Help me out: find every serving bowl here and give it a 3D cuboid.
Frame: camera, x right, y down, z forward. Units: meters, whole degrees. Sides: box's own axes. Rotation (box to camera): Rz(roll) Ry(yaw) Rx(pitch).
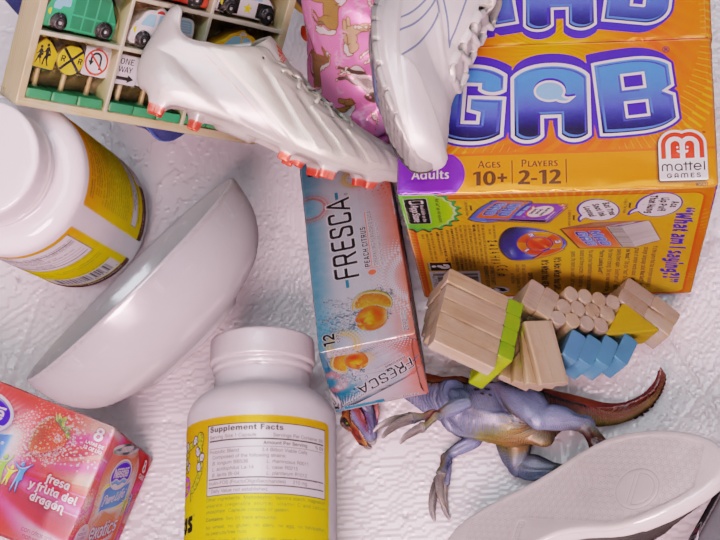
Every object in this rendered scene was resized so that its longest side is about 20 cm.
[{"bbox_3d":[-0.139,0.027,1.027,0.066,0.200,0.200,45,81,-9],"label":"serving bowl"}]

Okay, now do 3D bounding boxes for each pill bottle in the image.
[{"bbox_3d":[-0.068,0.146,1.002,0.103,0.104,0.203,-3,70,7],"label":"pill bottle"},{"bbox_3d":[-0.228,-0.055,1.042,0.108,0.200,0.111,-1,80,8],"label":"pill bottle"}]

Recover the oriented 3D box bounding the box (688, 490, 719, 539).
[{"bbox_3d":[0.269,0.179,0.943,0.105,0.122,0.201,30,77,16],"label":"box"}]

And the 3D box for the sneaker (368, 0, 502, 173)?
[{"bbox_3d":[0.047,-0.156,0.902,0.086,0.075,0.203,-1,71,3],"label":"sneaker"}]

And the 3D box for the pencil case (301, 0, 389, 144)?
[{"bbox_3d":[-0.004,-0.189,1.041,0.082,0.202,0.087,2,30,10],"label":"pencil case"}]

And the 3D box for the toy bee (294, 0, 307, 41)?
[{"bbox_3d":[-0.021,-0.232,1.127,0.197,0.131,0.110,-6,97,-13],"label":"toy bee"}]

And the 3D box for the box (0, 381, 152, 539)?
[{"bbox_3d":[-0.262,0.132,1.043,0.198,0.103,0.096,19,74,15],"label":"box"}]

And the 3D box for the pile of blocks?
[{"bbox_3d":[0.125,0.052,1.011,0.198,0.062,0.083,2,62,-23],"label":"pile of blocks"}]

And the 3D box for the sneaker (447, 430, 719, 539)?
[{"bbox_3d":[0.161,0.175,0.958,0.199,0.099,0.071,-28,37,21],"label":"sneaker"}]

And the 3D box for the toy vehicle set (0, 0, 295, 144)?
[{"bbox_3d":[-0.140,-0.162,1.012,0.026,0.198,0.126,30,108,46],"label":"toy vehicle set"}]

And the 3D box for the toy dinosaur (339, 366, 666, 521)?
[{"bbox_3d":[0.083,0.108,1.038,0.181,0.106,0.199,33,45,26],"label":"toy dinosaur"}]

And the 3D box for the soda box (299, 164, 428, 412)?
[{"bbox_3d":[0.000,0.000,1.030,0.068,0.064,0.201,-11,44,3],"label":"soda box"}]

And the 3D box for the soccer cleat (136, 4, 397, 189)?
[{"bbox_3d":[-0.054,-0.115,1.002,0.198,0.069,0.078,20,90,-14],"label":"soccer cleat"}]

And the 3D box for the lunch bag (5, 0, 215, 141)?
[{"bbox_3d":[-0.162,-0.192,1.092,0.136,0.200,0.132,-48,54,-8],"label":"lunch bag"}]

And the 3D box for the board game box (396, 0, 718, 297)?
[{"bbox_3d":[0.134,-0.109,1.016,0.197,0.200,0.202,-1,70,7],"label":"board game box"}]
